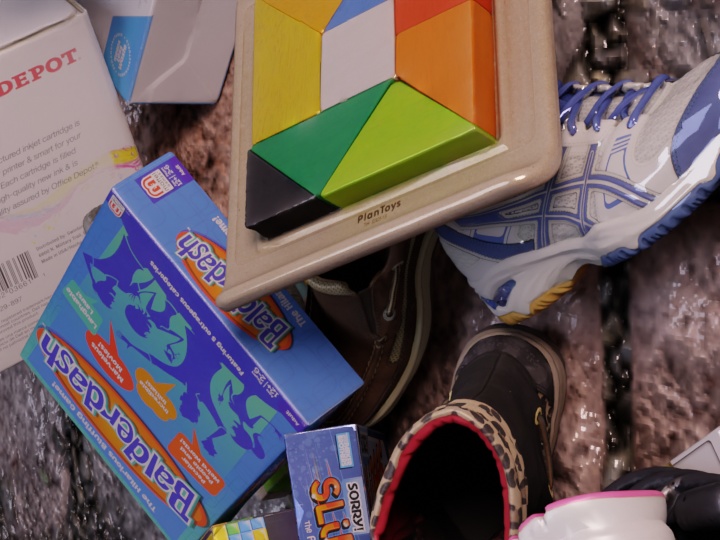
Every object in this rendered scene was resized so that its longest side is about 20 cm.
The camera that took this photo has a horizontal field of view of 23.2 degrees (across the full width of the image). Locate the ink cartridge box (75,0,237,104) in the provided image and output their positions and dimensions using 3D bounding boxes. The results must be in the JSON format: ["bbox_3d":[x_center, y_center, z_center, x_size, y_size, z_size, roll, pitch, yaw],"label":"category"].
[{"bbox_3d":[-0.146,-0.205,1.100,0.200,0.067,0.116,51,133,39],"label":"ink cartridge box"}]

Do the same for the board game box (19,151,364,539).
[{"bbox_3d":[-0.097,0.051,0.924,0.152,0.045,0.200,49,145,7],"label":"board game box"}]

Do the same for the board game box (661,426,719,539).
[{"bbox_3d":[0.161,0.179,0.729,0.126,0.035,0.200,-47,56,46],"label":"board game box"}]

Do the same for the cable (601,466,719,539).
[{"bbox_3d":[0.132,0.180,0.696,0.163,0.051,0.200,-10,85,54],"label":"cable"}]

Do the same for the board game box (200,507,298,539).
[{"bbox_3d":[-0.056,0.236,0.982,0.200,0.057,0.165,126,132,-66],"label":"board game box"}]

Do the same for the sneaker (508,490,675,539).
[{"bbox_3d":[0.070,0.177,0.685,0.200,0.081,0.088,-63,39,38],"label":"sneaker"}]

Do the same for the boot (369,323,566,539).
[{"bbox_3d":[0.048,0.132,0.787,0.073,0.151,0.200,12,100,12],"label":"boot"}]

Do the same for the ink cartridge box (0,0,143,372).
[{"bbox_3d":[-0.215,-0.059,1.083,0.088,0.145,0.200,40,153,49],"label":"ink cartridge box"}]

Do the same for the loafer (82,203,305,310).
[{"bbox_3d":[-0.093,0.023,1.018,0.200,0.075,0.070,39,139,46],"label":"loafer"}]

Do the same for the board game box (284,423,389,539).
[{"bbox_3d":[-0.001,0.146,0.856,0.200,0.034,0.135,53,-152,-83],"label":"board game box"}]

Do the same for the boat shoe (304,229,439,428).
[{"bbox_3d":[-0.004,-0.003,0.871,0.075,0.075,0.202,33,122,33],"label":"boat shoe"}]

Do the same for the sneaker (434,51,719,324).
[{"bbox_3d":[0.091,-0.048,0.746,0.088,0.075,0.200,48,139,-3],"label":"sneaker"}]

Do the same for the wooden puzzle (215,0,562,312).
[{"bbox_3d":[0.005,-0.093,0.790,0.185,0.037,0.200,-22,50,35],"label":"wooden puzzle"}]

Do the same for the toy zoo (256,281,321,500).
[{"bbox_3d":[-0.028,0.029,0.995,0.200,0.020,0.131,-48,56,46],"label":"toy zoo"}]
